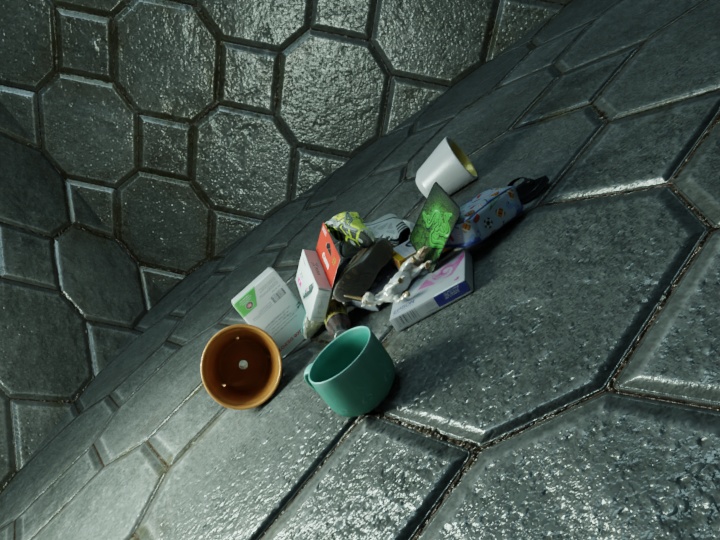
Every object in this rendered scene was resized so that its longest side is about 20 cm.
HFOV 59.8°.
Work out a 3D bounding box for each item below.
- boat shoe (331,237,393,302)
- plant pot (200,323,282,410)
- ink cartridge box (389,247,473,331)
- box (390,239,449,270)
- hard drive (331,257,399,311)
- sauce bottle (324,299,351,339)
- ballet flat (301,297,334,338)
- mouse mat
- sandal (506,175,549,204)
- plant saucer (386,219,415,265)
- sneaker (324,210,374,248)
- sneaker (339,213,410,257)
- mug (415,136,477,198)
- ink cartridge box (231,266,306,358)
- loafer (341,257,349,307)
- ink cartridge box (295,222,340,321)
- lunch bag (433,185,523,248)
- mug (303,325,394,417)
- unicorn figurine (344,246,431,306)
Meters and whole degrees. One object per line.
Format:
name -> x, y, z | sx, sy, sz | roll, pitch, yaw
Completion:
boat shoe -> 0.000, 0.000, 1.553 | 0.200, 0.076, 0.071 | -43, 22, -17
plant pot -> -0.296, 0.240, 1.575 | 0.199, 0.201, 0.140 | -41, 1, -11
ink cartridge box -> 0.160, 0.029, 1.400 | 0.194, 0.044, 0.201 | -32, 20, 23
box -> 0.170, -0.065, 1.570 | 0.196, 0.042, 0.119 | -26, 17, -5
hard drive -> 0.005, 0.035, 1.596 | 0.197, 0.043, 0.135 | 15, 52, 42
sauce bottle -> -0.055, 0.128, 1.545 | 0.066, 0.067, 0.200 | -37, 18, 0
ballet flat -> -0.102, 0.086, 1.666 | 0.071, 0.070, 0.205 | -2, 71, 62
mouse mat -> 0.168, -0.104, 1.451 | 0.201, 0.007, 0.164 | -115, 44, -62
sandal -> 0.365, -0.189, 1.521 | 0.198, 0.043, 0.076 | -17, 27, 50
plant saucer -> 0.073, -0.065, 1.726 | 0.195, 0.051, 0.202 | -12, 34, 8
sneaker -> -0.020, -0.114, 1.585 | 0.076, 0.076, 0.199 | -45, 34, -13
sneaker -> 0.045, -0.081, 1.649 | 0.198, 0.077, 0.115 | -29, 34, -19
mug -> 0.256, -0.281, 1.871 | 0.152, 0.185, 0.152 | -39, 48, 23
ink cartridge box -> -0.235, 0.117, 1.708 | 0.145, 0.202, 0.084 | -40, 15, -10
loafer -> -0.018, 0.023, 1.728 | 0.072, 0.071, 0.203 | -22, 40, 34
ink cartridge box -> -0.110, -0.001, 1.575 | 0.201, 0.042, 0.177 | -118, 38, -56
lunch bag -> 0.273, -0.124, 1.452 | 0.198, 0.077, 0.160 | -32, 11, -19
mug -> -0.014, 0.199, 1.205 | 0.152, 0.115, 0.184 | -42, 17, -12
unicorn figurine -> 0.080, 0.029, 1.403 | 0.198, 0.075, 0.137 | -32, 1, -24
